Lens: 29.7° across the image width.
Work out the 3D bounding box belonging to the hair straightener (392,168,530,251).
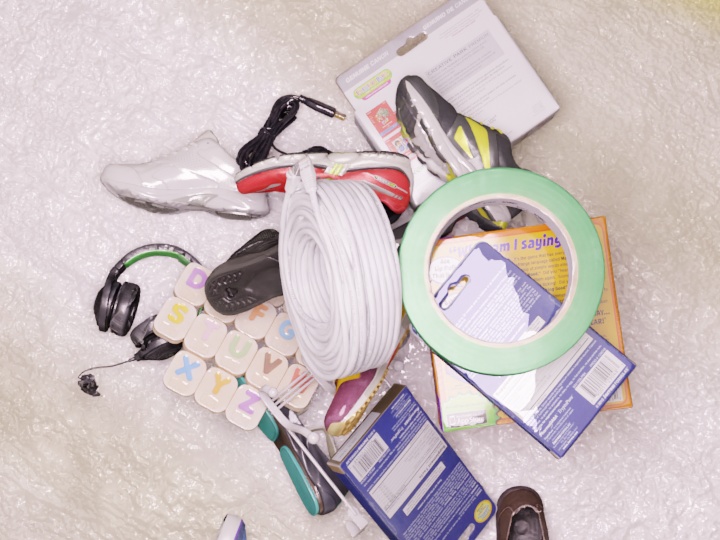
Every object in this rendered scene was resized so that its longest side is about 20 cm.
[{"bbox_3d":[0.115,-0.065,1.560,0.199,0.077,0.041,-24,84,1],"label":"hair straightener"}]

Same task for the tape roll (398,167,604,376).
[{"bbox_3d":[0.136,0.002,1.325,0.199,0.048,0.202,0,84,2],"label":"tape roll"}]

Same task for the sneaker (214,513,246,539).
[{"bbox_3d":[-0.111,0.389,1.547,0.145,0.081,0.201,13,84,-5],"label":"sneaker"}]

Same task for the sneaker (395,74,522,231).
[{"bbox_3d":[0.115,-0.136,1.493,0.084,0.074,0.201,-36,90,-19],"label":"sneaker"}]

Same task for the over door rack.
[{"bbox_3d":[0.000,0.171,1.514,0.148,0.067,0.201,-37,97,-28],"label":"over door rack"}]

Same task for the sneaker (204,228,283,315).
[{"bbox_3d":[-0.070,-0.016,1.516,0.198,0.114,0.077,-18,109,19],"label":"sneaker"}]

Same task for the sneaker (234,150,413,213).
[{"bbox_3d":[-0.041,-0.088,1.490,0.198,0.077,0.086,-1,92,4],"label":"sneaker"}]

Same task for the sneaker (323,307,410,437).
[{"bbox_3d":[-0.011,0.088,1.467,0.090,0.075,0.200,29,51,1],"label":"sneaker"}]

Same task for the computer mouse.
[{"bbox_3d":[-0.034,-0.122,1.577,0.199,0.046,0.141,23,57,4],"label":"computer mouse"}]

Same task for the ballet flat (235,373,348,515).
[{"bbox_3d":[-0.075,0.185,1.563,0.073,0.073,0.201,-33,79,0],"label":"ballet flat"}]

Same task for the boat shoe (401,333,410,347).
[{"bbox_3d":[0.000,0.000,1.566,0.073,0.067,0.201,-34,86,0],"label":"boat shoe"}]

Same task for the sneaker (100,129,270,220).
[{"bbox_3d":[-0.201,-0.115,1.585,0.198,0.078,0.100,6,80,-6],"label":"sneaker"}]

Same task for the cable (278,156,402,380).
[{"bbox_3d":[-0.024,0.007,1.364,0.069,0.200,0.201,-10,58,-23],"label":"cable"}]

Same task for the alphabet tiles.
[{"bbox_3d":[-0.131,0.075,1.549,0.199,0.015,0.196,28,62,1],"label":"alphabet tiles"}]

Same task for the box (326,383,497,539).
[{"bbox_3d":[0.061,0.239,1.505,0.121,0.032,0.200,-47,114,-24],"label":"box"}]

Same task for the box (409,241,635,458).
[{"bbox_3d":[0.160,0.077,1.364,0.200,0.032,0.121,40,88,5],"label":"box"}]

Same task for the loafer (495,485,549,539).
[{"bbox_3d":[0.183,0.347,1.535,0.072,0.071,0.202,-7,86,2],"label":"loafer"}]

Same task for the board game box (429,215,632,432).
[{"bbox_3d":[0.172,0.061,1.489,0.198,0.200,0.201,-7,86,2],"label":"board game box"}]

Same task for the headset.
[{"bbox_3d":[-0.256,0.058,1.559,0.123,0.094,0.200,35,77,4],"label":"headset"}]

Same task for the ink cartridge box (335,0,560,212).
[{"bbox_3d":[0.097,-0.196,1.565,0.199,0.084,0.176,-33,87,0],"label":"ink cartridge box"}]
